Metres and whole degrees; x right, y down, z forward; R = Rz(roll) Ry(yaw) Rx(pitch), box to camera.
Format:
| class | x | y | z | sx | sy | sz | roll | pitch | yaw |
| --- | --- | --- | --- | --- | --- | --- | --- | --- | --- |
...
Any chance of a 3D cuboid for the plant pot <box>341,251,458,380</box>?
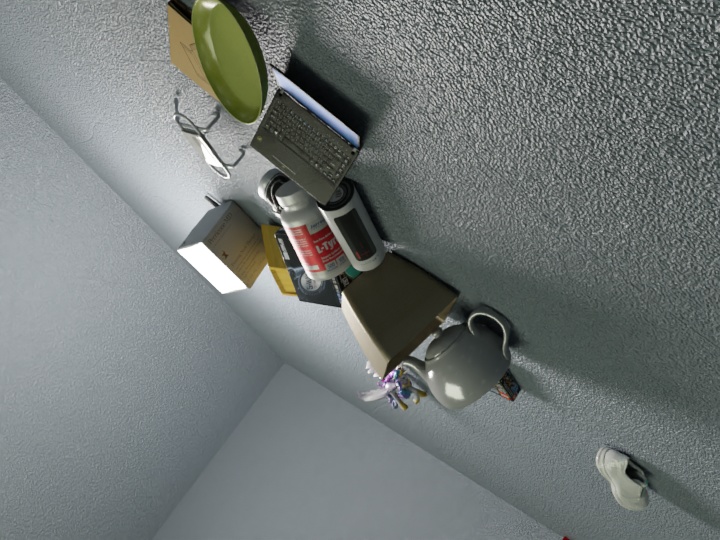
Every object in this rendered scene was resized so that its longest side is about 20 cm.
| class | x | y | z | sx | sy | sz | roll | pitch | yaw |
| --- | --- | --- | --- | --- | --- | --- | --- | --- | --- |
| plant pot | 0.064 | 0.085 | 1.416 | 0.177 | 0.200 | 0.200 | 45 | 165 | 13 |

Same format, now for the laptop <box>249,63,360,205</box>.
| class | x | y | z | sx | sy | sz | roll | pitch | yaw |
| --- | --- | --- | --- | --- | --- | --- | --- | --- | --- |
| laptop | -0.098 | -0.213 | 1.090 | 0.176 | 0.103 | 0.201 | 38 | 126 | 1 |

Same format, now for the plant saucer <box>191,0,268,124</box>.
| class | x | y | z | sx | sy | sz | roll | pitch | yaw |
| --- | --- | --- | --- | --- | --- | --- | --- | --- | --- |
| plant saucer | -0.200 | -0.332 | 1.044 | 0.200 | 0.031 | 0.202 | 42 | 149 | 32 |

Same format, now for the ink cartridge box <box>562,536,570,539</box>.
| class | x | y | z | sx | sy | sz | roll | pitch | yaw |
| --- | --- | --- | --- | --- | --- | --- | --- | --- | --- |
| ink cartridge box | 0.841 | 1.185 | 2.616 | 0.174 | 0.201 | 0.084 | 34 | 163 | 7 |

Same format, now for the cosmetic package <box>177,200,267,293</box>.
| class | x | y | z | sx | sy | sz | roll | pitch | yaw |
| --- | --- | --- | --- | --- | --- | --- | --- | --- | --- |
| cosmetic package | -0.388 | -0.063 | 1.947 | 0.165 | 0.169 | 0.200 | -9 | 132 | 49 |

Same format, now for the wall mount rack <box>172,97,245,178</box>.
| class | x | y | z | sx | sy | sz | roll | pitch | yaw |
| --- | --- | --- | --- | --- | --- | --- | --- | --- | --- |
| wall mount rack | -0.348 | -0.301 | 1.474 | 0.172 | 0.075 | 0.201 | 22 | 157 | 35 |

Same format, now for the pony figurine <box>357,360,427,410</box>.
| class | x | y | z | sx | sy | sz | roll | pitch | yaw |
| --- | --- | --- | --- | --- | --- | --- | --- | --- | --- |
| pony figurine | 0.107 | 0.382 | 2.209 | 0.190 | 0.168 | 0.201 | -11 | 135 | 25 |

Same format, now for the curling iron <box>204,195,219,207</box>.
| class | x | y | z | sx | sy | sz | roll | pitch | yaw |
| --- | --- | --- | --- | --- | --- | --- | --- | --- | --- |
| curling iron | -0.399 | -0.157 | 2.022 | 0.199 | 0.026 | 0.050 | 40 | 152 | -7 |

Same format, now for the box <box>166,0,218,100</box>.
| class | x | y | z | sx | sy | sz | roll | pitch | yaw |
| --- | --- | --- | --- | --- | --- | --- | --- | --- | --- |
| box | -0.275 | -0.376 | 1.196 | 0.163 | 0.021 | 0.200 | 39 | 163 | -4 |

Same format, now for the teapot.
| class | x | y | z | sx | sy | sz | roll | pitch | yaw |
| --- | --- | --- | --- | --- | --- | --- | --- | --- | --- |
| teapot | 0.205 | 0.175 | 1.368 | 0.147 | 0.199 | 0.197 | 50 | 174 | -4 |

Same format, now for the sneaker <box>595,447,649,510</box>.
| class | x | y | z | sx | sy | sz | roll | pitch | yaw |
| --- | --- | --- | --- | --- | --- | --- | --- | --- | --- |
| sneaker | 0.611 | 0.477 | 1.491 | 0.200 | 0.076 | 0.088 | 47 | 150 | -23 |

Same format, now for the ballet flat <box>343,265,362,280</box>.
| class | x | y | z | sx | sy | sz | roll | pitch | yaw |
| --- | --- | --- | --- | --- | --- | --- | --- | --- | --- |
| ballet flat | 0.000 | 0.000 | 1.531 | 0.200 | 0.068 | 0.068 | 45 | 171 | -19 |

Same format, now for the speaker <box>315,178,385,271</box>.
| class | x | y | z | sx | sy | sz | roll | pitch | yaw |
| --- | --- | --- | --- | --- | --- | --- | --- | --- | --- |
| speaker | -0.015 | -0.086 | 1.305 | 0.081 | 0.082 | 0.201 | 26 | 159 | 35 |

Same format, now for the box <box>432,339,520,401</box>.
| class | x | y | z | sx | sy | sz | roll | pitch | yaw |
| --- | --- | --- | --- | --- | --- | --- | --- | --- | --- |
| box | 0.275 | 0.231 | 1.597 | 0.199 | 0.038 | 0.137 | 20 | 155 | 47 |

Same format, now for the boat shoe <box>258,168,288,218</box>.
| class | x | y | z | sx | sy | sz | roll | pitch | yaw |
| --- | --- | --- | --- | --- | --- | --- | --- | --- | --- |
| boat shoe | -0.167 | -0.152 | 1.461 | 0.068 | 0.074 | 0.200 | 37 | 164 | 19 |

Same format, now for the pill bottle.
| class | x | y | z | sx | sy | sz | roll | pitch | yaw |
| --- | --- | --- | --- | --- | --- | --- | --- | --- | --- |
| pill bottle | -0.098 | -0.089 | 1.381 | 0.112 | 0.112 | 0.202 | 17 | 139 | 51 |

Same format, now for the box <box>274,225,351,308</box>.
| class | x | y | z | sx | sy | sz | roll | pitch | yaw |
| --- | --- | --- | --- | --- | --- | --- | --- | --- | --- |
| box | -0.108 | -0.010 | 1.602 | 0.158 | 0.044 | 0.202 | 8 | 128 | 36 |

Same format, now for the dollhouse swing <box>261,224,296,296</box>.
| class | x | y | z | sx | sy | sz | roll | pitch | yaw |
| --- | --- | --- | --- | --- | --- | --- | --- | --- | --- |
| dollhouse swing | -0.161 | -0.033 | 1.837 | 0.201 | 0.173 | 0.184 | 77 | 179 | -66 |
